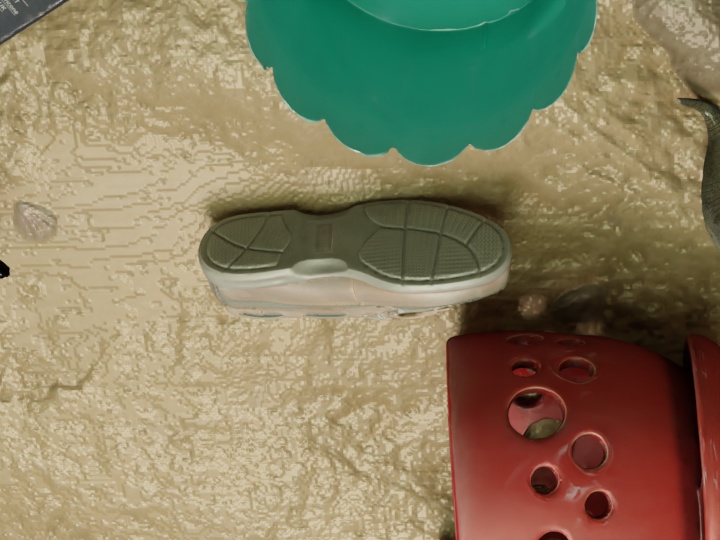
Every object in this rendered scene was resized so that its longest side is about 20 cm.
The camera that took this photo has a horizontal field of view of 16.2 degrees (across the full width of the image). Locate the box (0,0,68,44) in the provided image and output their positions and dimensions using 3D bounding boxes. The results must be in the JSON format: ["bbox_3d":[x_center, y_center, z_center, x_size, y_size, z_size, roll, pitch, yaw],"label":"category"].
[{"bbox_3d":[-0.148,-0.240,1.385,0.199,0.149,0.107,-29,116,23],"label":"box"}]

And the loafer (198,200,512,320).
[{"bbox_3d":[0.000,0.000,1.580,0.199,0.072,0.063,1,140,13],"label":"loafer"}]

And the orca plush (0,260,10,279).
[{"bbox_3d":[-0.282,0.057,1.613,0.105,0.071,0.200,8,143,-45],"label":"orca plush"}]

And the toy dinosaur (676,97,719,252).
[{"bbox_3d":[0.257,-0.024,1.522,0.199,0.077,0.102,34,114,-19],"label":"toy dinosaur"}]

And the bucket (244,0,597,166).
[{"bbox_3d":[0.036,-0.179,1.410,0.206,0.135,0.208,3,123,4],"label":"bucket"}]

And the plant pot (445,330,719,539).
[{"bbox_3d":[0.146,0.136,1.567,0.181,0.201,0.201,-2,123,4],"label":"plant pot"}]
